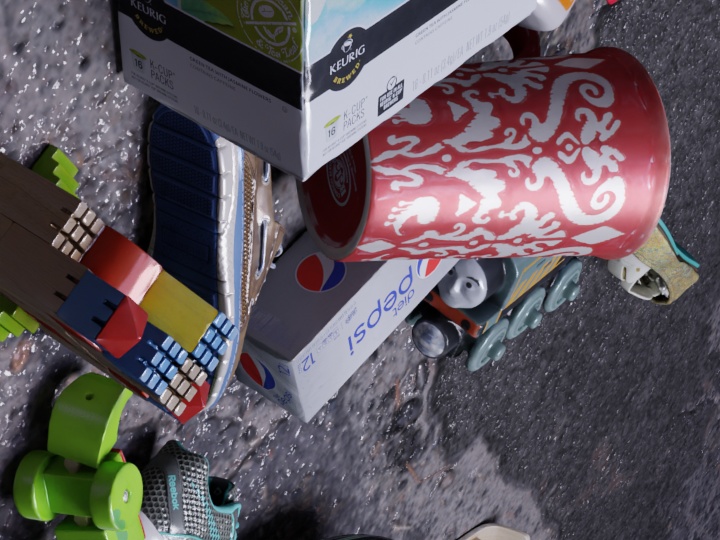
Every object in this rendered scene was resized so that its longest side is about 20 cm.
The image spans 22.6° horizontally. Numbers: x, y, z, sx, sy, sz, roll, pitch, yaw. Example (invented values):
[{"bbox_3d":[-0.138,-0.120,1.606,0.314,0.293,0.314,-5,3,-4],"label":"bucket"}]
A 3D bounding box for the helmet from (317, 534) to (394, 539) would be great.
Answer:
[{"bbox_3d":[-0.013,0.286,1.276,0.199,0.198,0.193,2,80,-59],"label":"helmet"}]

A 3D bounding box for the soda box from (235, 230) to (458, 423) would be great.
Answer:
[{"bbox_3d":[0.000,0.000,1.167,0.200,0.063,0.069,-47,148,-26],"label":"soda box"}]

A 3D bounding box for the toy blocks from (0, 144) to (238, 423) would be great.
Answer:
[{"bbox_3d":[-0.126,0.016,0.893,0.100,0.136,0.200,-55,152,-11],"label":"toy blocks"}]

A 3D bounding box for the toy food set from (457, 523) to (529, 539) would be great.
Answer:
[{"bbox_3d":[0.073,0.324,1.592,0.199,0.060,0.145,-24,135,-49],"label":"toy food set"}]

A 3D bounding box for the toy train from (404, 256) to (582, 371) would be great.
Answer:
[{"bbox_3d":[0.108,-0.010,1.302,0.200,0.085,0.115,-34,153,-45],"label":"toy train"}]

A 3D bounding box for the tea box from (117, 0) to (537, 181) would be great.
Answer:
[{"bbox_3d":[-0.012,-0.192,0.896,0.200,0.133,0.198,-39,145,-35],"label":"tea box"}]

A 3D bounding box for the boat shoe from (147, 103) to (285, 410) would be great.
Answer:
[{"bbox_3d":[-0.077,-0.012,1.018,0.072,0.072,0.202,-32,141,-45],"label":"boat shoe"}]

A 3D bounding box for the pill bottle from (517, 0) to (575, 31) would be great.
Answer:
[{"bbox_3d":[0.117,-0.255,1.075,0.201,0.112,0.113,-61,152,-1],"label":"pill bottle"}]

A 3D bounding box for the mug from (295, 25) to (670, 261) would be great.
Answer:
[{"bbox_3d":[0.061,-0.077,1.110,0.198,0.178,0.135,-6,125,-26],"label":"mug"}]

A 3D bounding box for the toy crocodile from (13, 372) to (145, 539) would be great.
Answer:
[{"bbox_3d":[-0.147,0.156,1.031,0.062,0.067,0.202,-46,134,-57],"label":"toy crocodile"}]

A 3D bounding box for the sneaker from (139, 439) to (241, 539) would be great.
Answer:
[{"bbox_3d":[-0.103,0.179,1.153,0.092,0.077,0.201,-54,153,-20],"label":"sneaker"}]

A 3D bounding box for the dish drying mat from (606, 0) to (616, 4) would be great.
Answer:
[{"bbox_3d":[0.179,-0.273,1.263,0.077,0.018,0.200,-53,151,-14],"label":"dish drying mat"}]

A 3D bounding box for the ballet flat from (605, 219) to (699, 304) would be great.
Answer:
[{"bbox_3d":[0.247,-0.013,1.576,0.071,0.070,0.200,-60,152,-2],"label":"ballet flat"}]
